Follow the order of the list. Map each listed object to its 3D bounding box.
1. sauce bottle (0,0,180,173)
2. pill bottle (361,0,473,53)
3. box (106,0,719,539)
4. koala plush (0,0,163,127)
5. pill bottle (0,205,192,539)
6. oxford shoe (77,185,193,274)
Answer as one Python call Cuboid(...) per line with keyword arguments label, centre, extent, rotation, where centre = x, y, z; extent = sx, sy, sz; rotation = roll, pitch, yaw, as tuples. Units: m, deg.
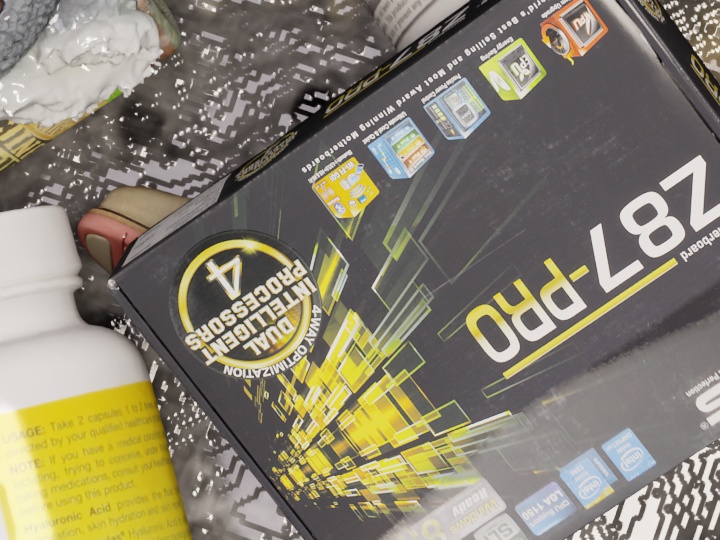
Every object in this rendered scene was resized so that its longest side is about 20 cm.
Cuboid(label="sauce bottle", centre=(-0.160, -0.052, 1.059), extent=(0.200, 0.065, 0.065), rotation=(-33, 85, 6))
Cuboid(label="pill bottle", centre=(0.017, -0.167, 1.018), extent=(0.114, 0.114, 0.200), rotation=(-36, 86, 4))
Cuboid(label="box", centre=(0.042, 0.006, 0.967), extent=(0.200, 0.049, 0.161), rotation=(-34, 102, 17))
Cuboid(label="koala plush", centre=(-0.176, -0.084, 0.963), extent=(0.200, 0.184, 0.178), rotation=(-38, 102, -16))
Cuboid(label="pill bottle", centre=(-0.118, 0.084, 1.025), extent=(0.111, 0.111, 0.201), rotation=(-15, 88, 5))
Cuboid(label="oxford shoe", centre=(0.000, 0.000, 1.047), extent=(0.199, 0.070, 0.075), rotation=(19, 72, 2))
